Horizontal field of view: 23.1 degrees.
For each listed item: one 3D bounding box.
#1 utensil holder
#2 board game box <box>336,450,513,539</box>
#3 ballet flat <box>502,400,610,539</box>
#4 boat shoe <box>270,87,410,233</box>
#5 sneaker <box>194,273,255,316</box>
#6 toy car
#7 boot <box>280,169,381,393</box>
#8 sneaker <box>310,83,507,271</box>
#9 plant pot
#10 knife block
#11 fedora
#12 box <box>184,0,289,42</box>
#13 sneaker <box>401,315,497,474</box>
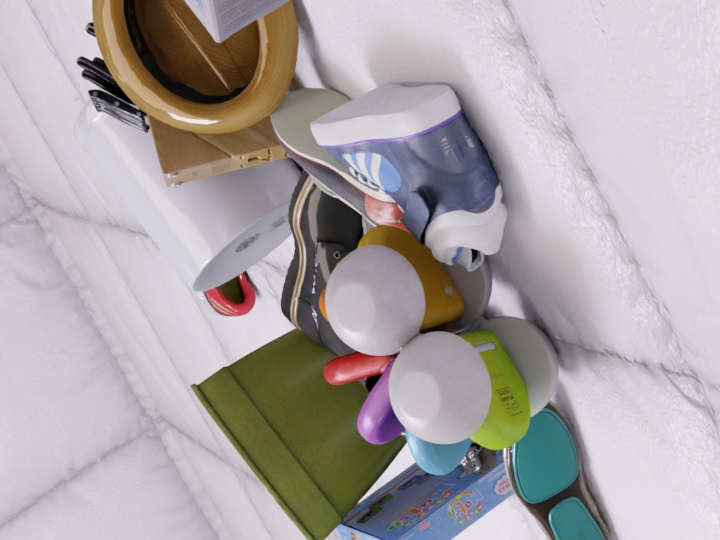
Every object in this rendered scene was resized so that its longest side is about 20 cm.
[{"bbox_3d":[-0.163,-0.104,1.754,0.201,0.169,0.170,54,164,10],"label":"utensil holder"},{"bbox_3d":[0.067,0.221,1.697,0.037,0.151,0.200,58,165,-6],"label":"board game box"},{"bbox_3d":[0.158,0.179,1.499,0.062,0.067,0.201,52,166,58],"label":"ballet flat"},{"bbox_3d":[-0.008,-0.091,1.487,0.200,0.071,0.063,38,159,42],"label":"boat shoe"},{"bbox_3d":[-0.189,-0.028,2.196,0.085,0.077,0.201,7,135,57],"label":"sneaker"},{"bbox_3d":[0.044,0.071,1.377,0.201,0.150,0.174,53,-152,16],"label":"toy car"},{"bbox_3d":[0.000,0.000,1.574,0.138,0.077,0.201,44,142,37],"label":"boot"},{"bbox_3d":[0.040,-0.063,1.355,0.200,0.080,0.148,6,123,64],"label":"sneaker"},{"bbox_3d":[-0.030,0.130,1.705,0.201,0.192,0.200,50,175,7],"label":"plant pot"},{"bbox_3d":[-0.155,-0.175,1.620,0.064,0.198,0.177,111,145,-83],"label":"knife block"},{"bbox_3d":[-0.135,-0.221,1.531,0.202,0.199,0.082,60,-155,-10],"label":"fedora"},{"bbox_3d":[-0.123,-0.296,1.352,0.200,0.112,0.102,51,165,23],"label":"box"},{"bbox_3d":[0.096,0.109,1.552,0.114,0.077,0.200,32,144,-2],"label":"sneaker"}]
